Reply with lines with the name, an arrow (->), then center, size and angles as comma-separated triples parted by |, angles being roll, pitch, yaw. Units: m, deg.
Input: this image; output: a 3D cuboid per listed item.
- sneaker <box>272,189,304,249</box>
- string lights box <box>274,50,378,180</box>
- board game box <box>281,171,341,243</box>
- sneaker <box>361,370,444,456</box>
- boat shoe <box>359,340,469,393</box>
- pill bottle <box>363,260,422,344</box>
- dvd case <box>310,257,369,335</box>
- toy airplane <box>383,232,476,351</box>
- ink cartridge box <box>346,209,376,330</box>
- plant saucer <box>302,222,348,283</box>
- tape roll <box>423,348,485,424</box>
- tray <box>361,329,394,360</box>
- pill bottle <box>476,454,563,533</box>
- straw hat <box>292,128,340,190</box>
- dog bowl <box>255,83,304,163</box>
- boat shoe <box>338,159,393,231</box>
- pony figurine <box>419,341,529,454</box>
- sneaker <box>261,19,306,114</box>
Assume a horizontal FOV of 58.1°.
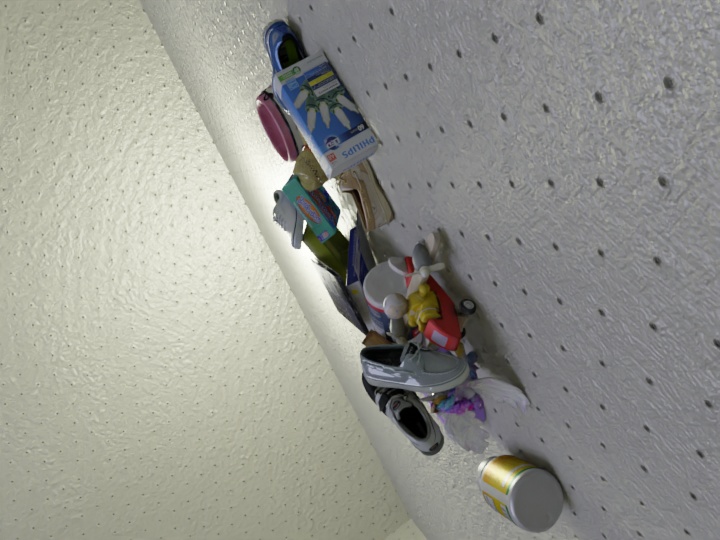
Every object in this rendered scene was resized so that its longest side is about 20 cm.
sneaker -> -0.169, -0.118, 1.495 | 0.202, 0.069, 0.074 | -106, 21, -51
string lights box -> -0.063, -0.278, 1.165 | 0.202, 0.102, 0.059 | 58, 166, 6
board game box -> -0.110, -0.163, 1.514 | 0.153, 0.045, 0.201 | 53, -166, -15
sneaker -> 0.070, 0.231, 1.142 | 0.200, 0.074, 0.089 | 43, 174, 28
boat shoe -> 0.085, 0.159, 1.104 | 0.197, 0.071, 0.072 | -4, 128, 28
pill bottle -> 0.079, 0.087, 1.381 | 0.120, 0.118, 0.202 | 49, 164, 39
dvd case -> -0.049, 0.054, 1.459 | 0.151, 0.016, 0.200 | 63, 169, -21
toy airplane -> 0.096, 0.042, 1.155 | 0.198, 0.138, 0.205 | -7, 93, 62
ink cartridge box -> 0.000, 0.000, 1.469 | 0.200, 0.046, 0.202 | -86, -21, -49
plant saucer -> -0.082, -0.066, 1.581 | 0.201, 0.047, 0.201 | 49, -165, -25
tape roll -> 0.195, 0.269, 1.452 | 0.202, 0.065, 0.201 | 56, 167, 19
tray -> 0.059, 0.165, 1.274 | 0.098, 0.037, 0.200 | 36, 174, 11
pill bottle -> 0.302, 0.427, 1.270 | 0.114, 0.111, 0.200 | 60, 167, -2
straw hat -> -0.101, -0.220, 1.384 | 0.201, 0.085, 0.201 | 46, 175, 5
dog bowl -> -0.180, -0.347, 1.539 | 0.202, 0.073, 0.201 | 56, 167, 20
boat shoe -> -0.010, -0.171, 1.268 | 0.203, 0.068, 0.074 | 60, 167, -1
pony figurine -> 0.182, 0.217, 1.176 | 0.190, 0.168, 0.201 | 26, -154, -14
sneaker -> -0.137, -0.384, 1.282 | 0.089, 0.077, 0.202 | 50, 164, 44
